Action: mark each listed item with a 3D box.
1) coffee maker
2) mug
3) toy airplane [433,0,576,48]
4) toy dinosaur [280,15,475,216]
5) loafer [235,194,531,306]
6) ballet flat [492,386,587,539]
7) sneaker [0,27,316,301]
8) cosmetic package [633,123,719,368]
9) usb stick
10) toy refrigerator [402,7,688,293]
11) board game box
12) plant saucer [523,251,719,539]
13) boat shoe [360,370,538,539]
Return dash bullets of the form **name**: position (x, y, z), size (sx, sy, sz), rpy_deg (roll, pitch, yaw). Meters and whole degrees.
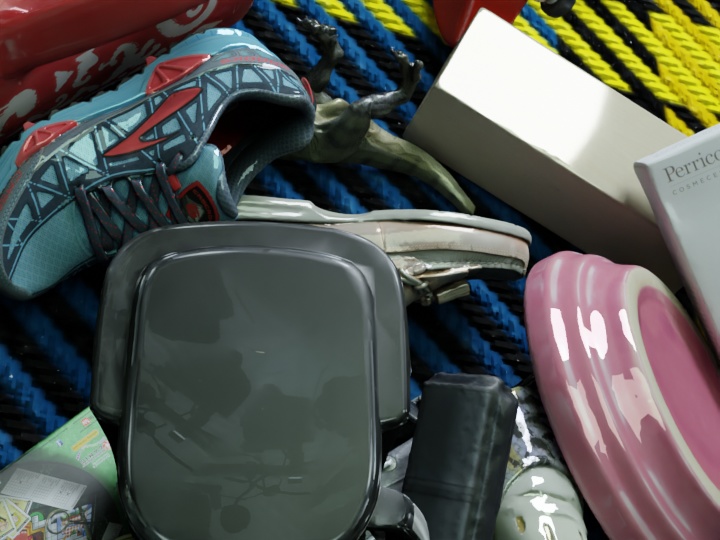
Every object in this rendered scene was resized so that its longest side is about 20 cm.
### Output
- **coffee maker**: position (-0.054, 0.060, 0.609), size (0.134, 0.200, 0.193), rpy_deg (-19, 66, -15)
- **mug**: position (-0.161, -0.157, 0.760), size (0.200, 0.177, 0.134), rpy_deg (-39, 94, -32)
- **toy airplane**: position (0.093, -0.265, 0.958), size (0.199, 0.141, 0.201), rpy_deg (-35, 110, -26)
- **toy dinosaur**: position (-0.011, -0.096, 0.851), size (0.199, 0.088, 0.047), rpy_deg (13, 16, -19)
- **loafer**: position (0.000, 0.000, 0.804), size (0.199, 0.072, 0.063), rpy_deg (5, 75, -15)
- **ballet flat**: position (0.080, 0.156, 0.687), size (0.072, 0.072, 0.201), rpy_deg (14, 81, -16)
- **sneaker**: position (-0.107, -0.050, 0.732), size (0.200, 0.079, 0.095), rpy_deg (-41, 49, -17)
- **cosmetic package**: position (0.241, 0.010, 0.818), size (0.101, 0.074, 0.201), rpy_deg (-24, 92, 6)
- **usb stick**: position (0.033, 0.146, 0.668), size (0.033, 0.055, 0.201), rpy_deg (22, 77, -44)
- **toy refrigerator**: position (0.133, -0.071, 0.903), size (0.200, 0.070, 0.076), rpy_deg (31, 59, -3)
- **board game box**: position (-0.127, 0.127, 0.686), size (0.105, 0.023, 0.200), rpy_deg (46, 53, 9)
- **plant saucer**: position (0.159, 0.076, 0.769), size (0.200, 0.051, 0.201), rpy_deg (44, 31, -34)
- **boat shoe**: position (0.041, 0.094, 0.756), size (0.200, 0.072, 0.068), rpy_deg (-34, 83, -29)
